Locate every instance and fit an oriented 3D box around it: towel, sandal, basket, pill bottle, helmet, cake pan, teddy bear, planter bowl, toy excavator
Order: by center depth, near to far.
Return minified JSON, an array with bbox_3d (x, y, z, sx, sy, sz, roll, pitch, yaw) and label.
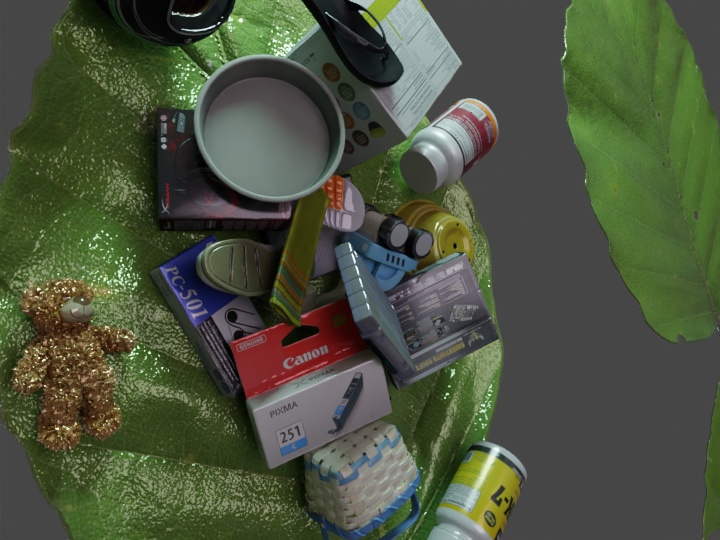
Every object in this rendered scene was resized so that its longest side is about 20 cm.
[{"bbox_3d":[-0.335,0.108,0.719,0.143,0.066,0.204,13,75,-37],"label":"teddy bear"},{"bbox_3d":[-0.263,-0.391,0.784,0.196,0.191,0.204,1,69,-2],"label":"helmet"},{"bbox_3d":[-0.013,-0.324,0.803,0.200,0.043,0.077,44,59,-21],"label":"sandal"},{"bbox_3d":[-0.118,-0.182,0.803,0.196,0.037,0.205,4,77,-16],"label":"cake pan"},{"bbox_3d":[-0.079,-0.031,0.832,0.086,0.018,0.204,60,39,-62],"label":"towel"},{"bbox_3d":[0.008,0.327,0.899,0.175,0.138,0.204,-25,106,-36],"label":"basket"},{"bbox_3d":[-0.091,-0.115,0.930,0.203,0.059,0.081,18,78,-10],"label":"sandal"},{"bbox_3d":[0.000,0.000,0.966,0.193,0.099,0.203,16,99,-44],"label":"toy excavator"},{"bbox_3d":[0.197,0.408,1.045,0.115,0.113,0.201,50,57,-19],"label":"pill bottle"},{"bbox_3d":[0.146,-0.038,1.101,0.197,0.083,0.205,7,77,-36],"label":"planter bowl"},{"bbox_3d":[0.161,-0.226,1.127,0.200,0.112,0.114,-41,107,-34],"label":"pill bottle"}]

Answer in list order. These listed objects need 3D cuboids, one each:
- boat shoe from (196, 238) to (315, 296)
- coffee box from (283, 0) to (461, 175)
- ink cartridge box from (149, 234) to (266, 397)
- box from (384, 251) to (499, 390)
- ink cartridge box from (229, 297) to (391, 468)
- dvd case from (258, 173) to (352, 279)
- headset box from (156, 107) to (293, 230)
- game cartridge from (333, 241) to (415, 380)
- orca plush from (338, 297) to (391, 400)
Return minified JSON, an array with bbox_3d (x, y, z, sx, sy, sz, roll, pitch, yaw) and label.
[{"bbox_3d":[-0.148,-0.002,0.828,0.198,0.067,0.076,4,84,-54],"label":"boat shoe"},{"bbox_3d":[0.001,-0.309,0.963,0.198,0.198,0.201,47,58,-21],"label":"coffee box"},{"bbox_3d":[-0.197,0.063,0.845,0.094,0.044,0.202,-37,105,-37],"label":"ink cartridge box"},{"bbox_3d":[0.114,0.082,1.022,0.197,0.048,0.161,-26,99,-7],"label":"box"},{"bbox_3d":[-0.064,0.152,0.851,0.197,0.045,0.180,-20,108,-21],"label":"ink cartridge box"},{"bbox_3d":[-0.071,-0.066,0.981,0.198,0.017,0.145,-22,96,-37],"label":"dvd case"},{"bbox_3d":[-0.176,-0.134,0.839,0.196,0.075,0.152,0,82,-17],"label":"headset box"},{"bbox_3d":[0.022,0.065,0.866,0.201,0.038,0.131,55,19,-52],"label":"game cartridge"},{"bbox_3d":[0.005,0.121,0.961,0.202,0.104,0.071,62,35,-20],"label":"orca plush"}]
